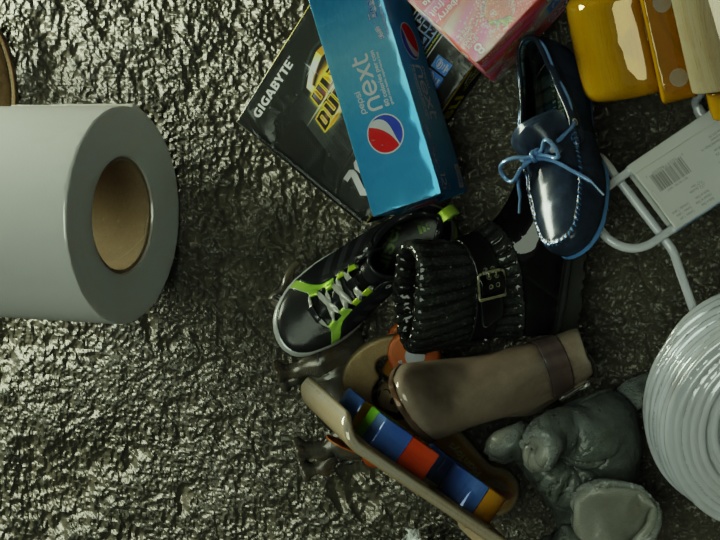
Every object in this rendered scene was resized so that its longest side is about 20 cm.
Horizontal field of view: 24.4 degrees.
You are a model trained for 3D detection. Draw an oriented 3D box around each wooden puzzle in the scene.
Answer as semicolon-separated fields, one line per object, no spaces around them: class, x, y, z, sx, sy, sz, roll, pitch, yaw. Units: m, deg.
wooden puzzle;0.047;0.160;1.378;0.200;0.185;0.046;40;86;-14

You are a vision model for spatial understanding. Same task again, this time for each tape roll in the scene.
tape roll;-0.276;-0.053;1.545;0.139;0.203;0.203;2;98;23

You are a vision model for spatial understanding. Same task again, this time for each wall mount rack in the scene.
wall mount rack;0.282;-0.050;1.346;0.200;0.075;0.174;-32;79;-12

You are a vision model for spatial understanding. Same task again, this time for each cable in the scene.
cable;0.326;0.111;1.335;0.200;0.069;0.200;29;107;-19

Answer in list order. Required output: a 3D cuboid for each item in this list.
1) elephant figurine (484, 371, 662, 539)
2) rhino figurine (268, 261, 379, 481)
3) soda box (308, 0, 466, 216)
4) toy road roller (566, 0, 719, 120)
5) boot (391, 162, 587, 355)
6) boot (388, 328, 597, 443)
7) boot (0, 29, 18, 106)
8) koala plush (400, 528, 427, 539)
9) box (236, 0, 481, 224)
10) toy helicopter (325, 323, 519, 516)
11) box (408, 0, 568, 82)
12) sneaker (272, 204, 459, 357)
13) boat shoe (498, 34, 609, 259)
elephant figurine;0.196;0.214;1.420;0.155;0.141;0.200;-28;80;39
rhino figurine;-0.035;0.089;1.534;0.087;0.060;0.201;-14;91;-3
soda box;0.023;-0.151;1.418;0.068;0.064;0.201;-18;86;24
toy road roller;0.235;-0.178;1.266;0.146;0.200;0.123;-14;101;9
boot;0.109;-0.032;1.406;0.157;0.079;0.212;0;100;-12
boot;0.116;0.087;1.370;0.146;0.200;0.070;-22;78;13
boot;-0.393;-0.148;1.652;0.073;0.075;0.201;15;102;23
koala plush;0.069;0.341;1.481;0.200;0.184;0.177;49;113;23
box;0.005;-0.167;1.490;0.160;0.049;0.200;39;111;12
toy helicopter;0.060;0.148;1.492;0.132;0.079;0.200;-43;95;3
box;0.139;-0.263;1.363;0.095;0.103;0.200;45;96;12
sneaker;0.000;0.000;1.468;0.200;0.083;0.072;-38;82;3
boat shoe;0.145;-0.099;1.325;0.084;0.069;0.200;-34;44;31
